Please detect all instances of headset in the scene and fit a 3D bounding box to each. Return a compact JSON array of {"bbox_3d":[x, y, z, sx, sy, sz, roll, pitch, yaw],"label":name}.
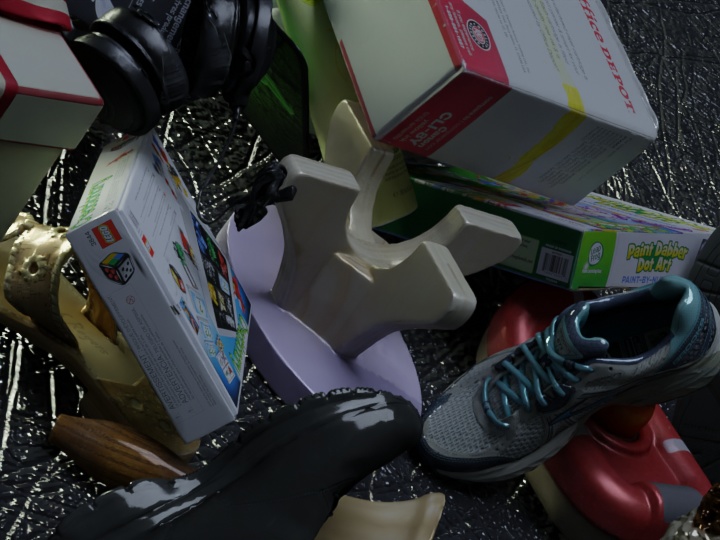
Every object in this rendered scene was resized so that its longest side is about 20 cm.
[{"bbox_3d":[-0.093,-0.117,1.315,0.123,0.094,0.201,-18,81,-24],"label":"headset"}]

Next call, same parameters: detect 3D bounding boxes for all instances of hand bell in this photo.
[{"bbox_3d":[-0.067,0.120,1.276,0.199,0.105,0.104,26,27,0],"label":"hand bell"}]

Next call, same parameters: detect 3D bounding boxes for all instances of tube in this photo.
[{"bbox_3d":[-0.015,-0.126,1.577,0.058,0.052,0.201,-141,-146,-80],"label":"tube"}]

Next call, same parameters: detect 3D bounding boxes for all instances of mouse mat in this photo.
[{"bbox_3d":[-0.093,-0.161,1.617,0.008,0.161,0.200,-32,66,-16],"label":"mouse mat"}]

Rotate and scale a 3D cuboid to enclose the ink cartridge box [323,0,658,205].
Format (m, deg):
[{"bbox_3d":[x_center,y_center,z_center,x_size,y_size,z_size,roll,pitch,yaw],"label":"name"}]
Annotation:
[{"bbox_3d":[0.080,-0.137,1.569,0.199,0.083,0.146,15,45,-45],"label":"ink cartridge box"}]

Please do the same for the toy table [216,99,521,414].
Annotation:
[{"bbox_3d":[0.000,0.000,1.489,0.183,0.117,0.200,6,40,-48],"label":"toy table"}]

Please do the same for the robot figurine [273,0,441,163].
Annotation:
[{"bbox_3d":[0.017,-0.139,1.703,0.199,0.113,0.170,13,39,-19],"label":"robot figurine"}]

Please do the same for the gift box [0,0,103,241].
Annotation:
[{"bbox_3d":[-0.266,-0.108,1.246,0.184,0.187,0.200,0,46,-52],"label":"gift box"}]

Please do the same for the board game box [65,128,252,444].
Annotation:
[{"bbox_3d":[-0.105,0.002,1.338,0.127,0.034,0.200,62,7,-13],"label":"board game box"}]

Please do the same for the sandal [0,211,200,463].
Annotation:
[{"bbox_3d":[-0.150,0.012,1.333,0.212,0.070,0.077,47,28,16],"label":"sandal"}]

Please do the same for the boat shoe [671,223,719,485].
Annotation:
[{"bbox_3d":[0.250,0.056,1.643,0.074,0.203,0.065,11,11,23],"label":"boat shoe"}]

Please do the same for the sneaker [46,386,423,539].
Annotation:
[{"bbox_3d":[-0.052,0.127,1.204,0.091,0.199,0.076,59,-11,17],"label":"sneaker"}]

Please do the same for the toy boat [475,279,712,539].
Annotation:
[{"bbox_3d":[0.164,0.078,1.554,0.130,0.131,0.201,11,38,-43],"label":"toy boat"}]

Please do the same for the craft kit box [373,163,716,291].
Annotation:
[{"bbox_3d":[0.122,-0.029,1.663,0.199,0.049,0.197,18,8,37],"label":"craft kit box"}]

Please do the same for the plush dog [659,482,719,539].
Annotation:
[{"bbox_3d":[0.224,0.193,1.446,0.160,0.201,0.171,17,-4,42],"label":"plush dog"}]

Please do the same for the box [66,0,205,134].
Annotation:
[{"bbox_3d":[-0.139,-0.168,1.460,0.114,0.133,0.200,29,-14,-17],"label":"box"}]

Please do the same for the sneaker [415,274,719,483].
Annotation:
[{"bbox_3d":[0.118,0.055,1.472,0.078,0.199,0.086,64,0,28],"label":"sneaker"}]
